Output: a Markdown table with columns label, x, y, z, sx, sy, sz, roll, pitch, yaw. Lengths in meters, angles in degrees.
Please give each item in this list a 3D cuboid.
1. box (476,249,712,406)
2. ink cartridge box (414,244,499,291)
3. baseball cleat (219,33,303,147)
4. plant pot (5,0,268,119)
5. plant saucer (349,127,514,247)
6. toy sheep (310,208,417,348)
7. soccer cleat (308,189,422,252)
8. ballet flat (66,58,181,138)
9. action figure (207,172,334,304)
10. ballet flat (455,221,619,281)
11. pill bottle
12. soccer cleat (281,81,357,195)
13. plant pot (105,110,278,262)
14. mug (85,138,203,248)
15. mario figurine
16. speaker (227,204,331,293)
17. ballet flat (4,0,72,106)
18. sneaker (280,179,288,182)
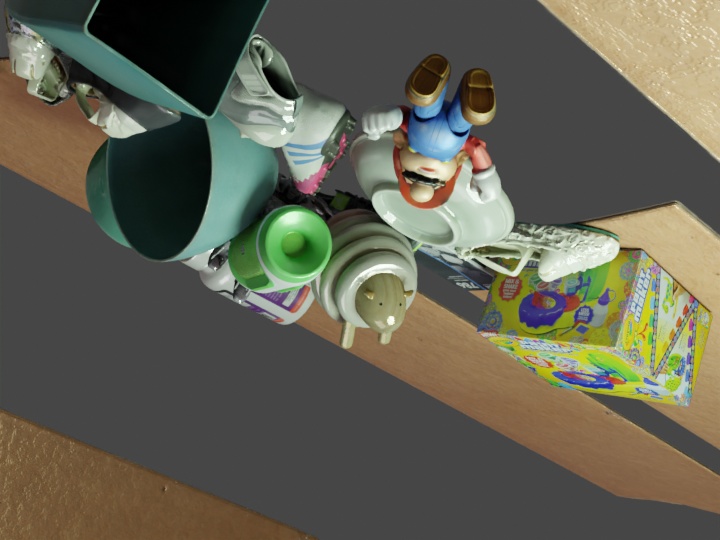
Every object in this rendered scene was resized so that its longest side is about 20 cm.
| label | x | y | z | sx | sy | sz | roll | pitch | yaw |
| --- | --- | --- | --- | --- | --- | --- | --- | --- | --- |
| box | 0.283 | 0.063 | 1.535 | 0.199 | 0.123 | 0.192 | 4 | 158 | 44 |
| ink cartridge box | 0.128 | -0.015 | 1.615 | 0.199 | 0.040 | 0.099 | 28 | 162 | -31 |
| baseball cleat | -0.140 | -0.204 | 1.249 | 0.199 | 0.070 | 0.107 | 30 | 134 | 6 |
| plant pot | -0.202 | -0.231 | 1.068 | 0.199 | 0.143 | 0.141 | 15 | 167 | 45 |
| plant saucer | 0.068 | -0.075 | 1.380 | 0.198 | 0.051 | 0.201 | 25 | 160 | 10 |
| toy sheep | 0.000 | 0.000 | 1.448 | 0.137 | 0.138 | 0.200 | 32 | -164 | -41 |
| soccer cleat | 0.004 | -0.059 | 1.546 | 0.199 | 0.068 | 0.081 | 11 | 152 | 52 |
| ballet flat | -0.254 | -0.176 | 1.329 | 0.073 | 0.073 | 0.200 | 34 | -179 | -45 |
| action figure | -0.113 | -0.051 | 1.550 | 0.130 | 0.069 | 0.200 | 40 | 132 | -2 |
| ballet flat | 0.197 | -0.021 | 1.452 | 0.198 | 0.073 | 0.072 | 11 | 164 | 27 |
| pill bottle | -0.166 | -0.008 | 1.862 | 0.199 | 0.113 | 0.111 | 30 | 162 | -34 |
| soccer cleat | -0.057 | -0.145 | 1.352 | 0.086 | 0.070 | 0.200 | 36 | 163 | 1 |
| plant pot | -0.169 | -0.113 | 1.394 | 0.134 | 0.203 | 0.199 | -4 | -175 | -44 |
| mug | -0.231 | -0.119 | 1.523 | 0.152 | 0.185 | 0.114 | 48 | 155 | -12 |
| mario figurine | 0.071 | -0.110 | 1.197 | 0.124 | 0.106 | 0.200 | 51 | 163 | 15 |
| speaker | -0.093 | -0.021 | 1.410 | 0.088 | 0.089 | 0.200 | 23 | 170 | -14 |
| ballet flat | -0.347 | -0.230 | 1.382 | 0.071 | 0.073 | 0.200 | 18 | 165 | 4 |
| sneaker | -0.148 | -0.080 | 1.658 | 0.080 | 0.071 | 0.200 | 47 | 146 | -5 |
